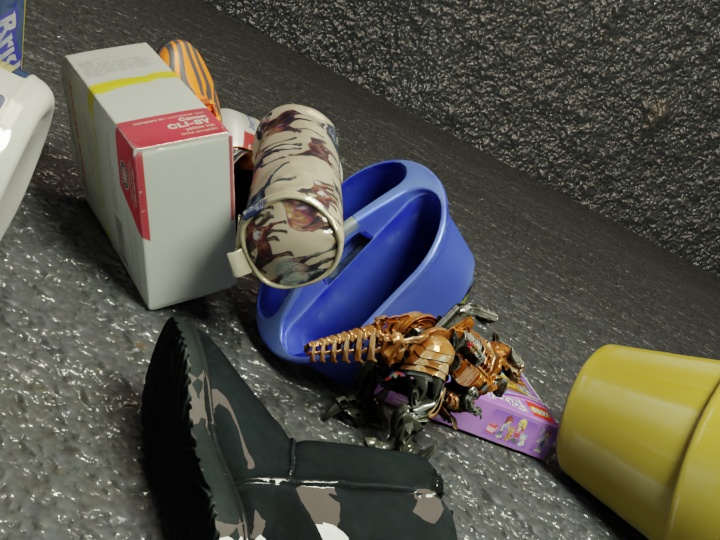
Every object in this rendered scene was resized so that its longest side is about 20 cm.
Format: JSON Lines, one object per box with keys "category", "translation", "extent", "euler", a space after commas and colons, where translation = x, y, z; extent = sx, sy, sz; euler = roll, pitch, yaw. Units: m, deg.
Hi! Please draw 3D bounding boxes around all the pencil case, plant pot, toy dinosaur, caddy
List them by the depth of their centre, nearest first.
{"category": "toy dinosaur", "translation": [0.039, 0.077, 0.702], "extent": [0.197, 0.137, 0.102], "euler": [24, 18, -18]}
{"category": "pencil case", "translation": [-0.058, -0.067, 0.740], "extent": [0.087, 0.079, 0.201], "euler": [-6, 31, 1]}
{"category": "caddy", "translation": [0.000, 0.000, 0.766], "extent": [0.105, 0.200, 0.141], "euler": [42, 3, -45]}
{"category": "plant pot", "translation": [0.285, 0.158, 0.804], "extent": [0.187, 0.205, 0.199], "euler": [21, 9, 36]}

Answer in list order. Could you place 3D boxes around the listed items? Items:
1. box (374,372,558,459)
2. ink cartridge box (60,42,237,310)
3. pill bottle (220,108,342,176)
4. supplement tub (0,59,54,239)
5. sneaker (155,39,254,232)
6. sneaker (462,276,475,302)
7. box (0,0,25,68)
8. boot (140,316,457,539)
{"category": "box", "translation": [0.084, 0.101, 0.874], "extent": [0.197, 0.040, 0.137], "euler": [23, 17, -21]}
{"category": "ink cartridge box", "translation": [-0.181, -0.088, 0.771], "extent": [0.082, 0.147, 0.200], "euler": [-17, 40, -25]}
{"category": "pill bottle", "translation": [-0.127, -0.114, 1.023], "extent": [0.197, 0.114, 0.112], "euler": [18, 20, -33]}
{"category": "supplement tub", "translation": [-0.323, -0.100, 0.604], "extent": [0.197, 0.146, 0.145], "euler": [24, 17, -15]}
{"category": "sneaker", "translation": [-0.138, -0.126, 0.864], "extent": [0.077, 0.204, 0.111], "euler": [-19, 10, -37]}
{"category": "sneaker", "translation": [0.073, 0.026, 1.027], "extent": [0.081, 0.075, 0.200], "euler": [30, 9, 11]}
{"category": "box", "translation": [-0.308, -0.160, 0.705], "extent": [0.063, 0.201, 0.071], "euler": [26, 51, -4]}
{"category": "boot", "translation": [-0.039, 0.119, 0.549], "extent": [0.166, 0.077, 0.201], "euler": [14, 29, -32]}
